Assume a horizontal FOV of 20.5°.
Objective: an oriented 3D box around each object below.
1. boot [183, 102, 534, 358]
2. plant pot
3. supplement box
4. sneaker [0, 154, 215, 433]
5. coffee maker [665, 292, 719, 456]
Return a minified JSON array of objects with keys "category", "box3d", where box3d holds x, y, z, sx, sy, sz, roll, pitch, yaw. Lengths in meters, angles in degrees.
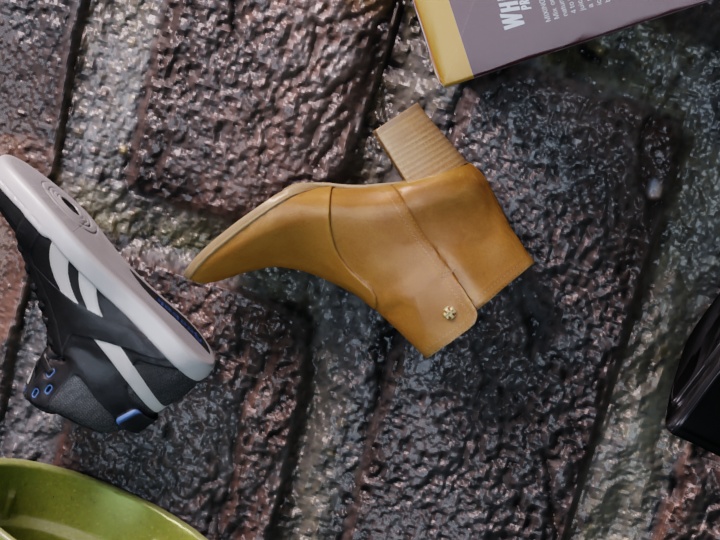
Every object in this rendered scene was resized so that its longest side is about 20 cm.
[{"category":"boot","box3d":[0.000,0.000,1.297,0.201,0.071,0.144,-32,92,5]},{"category":"plant pot","box3d":[-0.201,0.250,1.290,0.200,0.200,0.185,25,98,1]},{"category":"supplement box","box3d":[0.115,-0.239,1.215,0.199,0.133,0.198,-18,98,8]},{"category":"sneaker","box3d":[-0.203,0.029,1.321,0.112,0.073,0.200,-43,95,9]},{"category":"coffee maker","box3d":[0.297,0.101,1.256,0.200,0.135,0.192,28,102,1]}]
